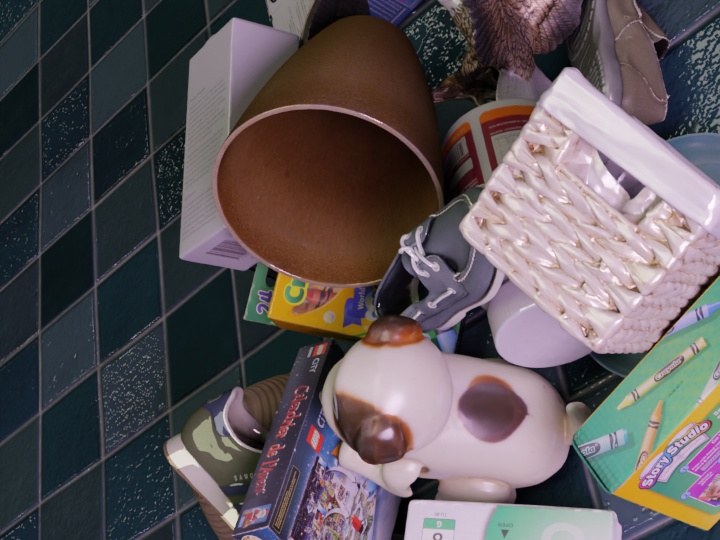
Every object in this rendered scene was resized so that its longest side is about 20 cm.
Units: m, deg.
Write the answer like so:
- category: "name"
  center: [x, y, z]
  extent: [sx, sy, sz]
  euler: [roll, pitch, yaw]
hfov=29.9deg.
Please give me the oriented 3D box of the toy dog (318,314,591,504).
- category: "toy dog"
  center: [0.058, 0.116, 1.041]
  extent: [0.194, 0.200, 0.140]
  euler: [0, 71, 49]

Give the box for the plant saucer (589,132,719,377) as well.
- category: "plant saucer"
  center: [0.245, -0.008, 1.032]
  extent: [0.200, 0.027, 0.201]
  euler: [-25, 54, 40]

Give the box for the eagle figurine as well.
- category: "eagle figurine"
  center: [0.113, -0.228, 1.132]
  extent: [0.152, 0.150, 0.200]
  euler: [-78, 0, -50]

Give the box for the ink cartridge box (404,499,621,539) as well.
- category: "ink cartridge box"
  center: [0.103, 0.272, 0.985]
  extent: [0.160, 0.050, 0.201]
  euler: [-1, 65, 23]

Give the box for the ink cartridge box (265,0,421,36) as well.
- category: "ink cartridge box"
  center: [-0.027, -0.291, 1.452]
  extent: [0.200, 0.076, 0.137]
  euler: [-40, 44, 26]

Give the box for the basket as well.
- category: "basket"
  center: [0.166, -0.030, 0.875]
  extent: [0.136, 0.200, 0.123]
  euler: [43, 103, 20]

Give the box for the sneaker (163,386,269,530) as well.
- category: "sneaker"
  center: [-0.068, 0.181, 1.127]
  extent: [0.200, 0.067, 0.090]
  euler: [42, 101, 10]

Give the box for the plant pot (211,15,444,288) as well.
- category: "plant pot"
  center: [-0.012, -0.120, 1.131]
  extent: [0.186, 0.186, 0.200]
  euler: [-33, 29, 34]

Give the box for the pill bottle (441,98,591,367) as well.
- category: "pill bottle"
  center: [0.131, -0.031, 1.066]
  extent: [0.109, 0.109, 0.201]
  euler: [-36, 46, 31]

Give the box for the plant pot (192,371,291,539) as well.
- category: "plant pot"
  center: [-0.092, 0.174, 1.238]
  extent: [0.201, 0.092, 0.201]
  euler: [-43, 34, 39]

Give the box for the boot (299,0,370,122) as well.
- category: "boot"
  center: [-0.066, -0.175, 1.292]
  extent: [0.138, 0.077, 0.201]
  euler: [-7, 65, 51]

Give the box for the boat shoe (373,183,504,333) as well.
- category: "boat shoe"
  center: [0.057, -0.003, 1.006]
  extent: [0.200, 0.062, 0.073]
  euler: [119, 142, -65]

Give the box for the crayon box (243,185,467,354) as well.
- category: "crayon box"
  center: [0.000, 0.000, 1.193]
  extent: [0.199, 0.052, 0.126]
  euler: [11, 79, 11]

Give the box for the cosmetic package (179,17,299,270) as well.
- category: "cosmetic package"
  center: [-0.109, -0.112, 1.217]
  extent: [0.101, 0.071, 0.201]
  euler: [-27, 58, 55]

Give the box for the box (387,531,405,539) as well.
- category: "box"
  center: [0.030, 0.288, 1.108]
  extent: [0.200, 0.040, 0.137]
  euler: [5, 74, 50]

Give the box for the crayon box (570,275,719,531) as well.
- category: "crayon box"
  center: [0.252, 0.077, 0.905]
  extent: [0.200, 0.119, 0.058]
  euler: [-50, 41, 17]

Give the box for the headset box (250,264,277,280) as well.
- category: "headset box"
  center: [-0.034, -0.091, 1.341]
  extent: [0.200, 0.093, 0.175]
  euler: [-5, 67, 47]

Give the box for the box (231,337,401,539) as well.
- category: "box"
  center: [-0.023, 0.173, 1.100]
  extent: [0.038, 0.137, 0.200]
  euler: [-20, 33, 32]

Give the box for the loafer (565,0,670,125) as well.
- category: "loafer"
  center: [0.218, -0.186, 1.135]
  extent: [0.075, 0.069, 0.200]
  euler: [111, 167, -49]
